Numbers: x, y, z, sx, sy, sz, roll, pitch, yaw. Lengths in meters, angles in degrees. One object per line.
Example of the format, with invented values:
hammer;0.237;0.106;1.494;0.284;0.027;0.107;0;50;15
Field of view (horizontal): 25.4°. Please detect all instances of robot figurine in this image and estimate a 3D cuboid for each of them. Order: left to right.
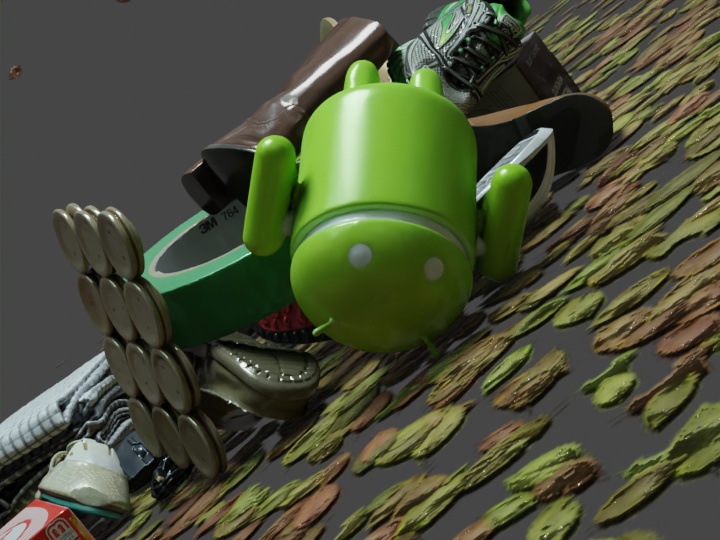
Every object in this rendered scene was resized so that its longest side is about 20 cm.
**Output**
robot figurine;0.016;-0.036;1.010;0.116;0.174;0.201;105;171;-55

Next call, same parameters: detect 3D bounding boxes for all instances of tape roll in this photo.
tape roll;-0.081;-0.016;1.180;0.199;0.048;0.201;-26;17;8

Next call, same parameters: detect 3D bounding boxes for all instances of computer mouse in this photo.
computer mouse;-0.164;0.148;1.244;0.059;0.034;0.200;-39;8;-15
computer mouse;0.073;-0.018;1.104;0.200;0.044;0.110;-45;4;-7

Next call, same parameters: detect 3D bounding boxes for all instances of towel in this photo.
towel;-0.291;0.164;1.557;0.165;0.086;0.200;-34;7;16

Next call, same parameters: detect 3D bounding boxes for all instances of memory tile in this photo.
memory tile;-0.156;0.047;1.126;0.017;0.201;0.153;-26;13;-25

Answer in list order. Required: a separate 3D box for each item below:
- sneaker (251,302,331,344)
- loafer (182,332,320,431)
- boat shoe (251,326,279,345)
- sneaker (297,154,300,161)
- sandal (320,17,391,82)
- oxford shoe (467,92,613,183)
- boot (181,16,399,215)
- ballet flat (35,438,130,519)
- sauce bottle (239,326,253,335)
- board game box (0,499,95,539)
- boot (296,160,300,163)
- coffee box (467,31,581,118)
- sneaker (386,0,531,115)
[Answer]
sneaker;0.000;0.000;1.273;0.199;0.080;0.096;-33;-6;-11
loafer;-0.085;0.083;1.140;0.076;0.068;0.200;6;4;-22
boat shoe;-0.057;0.004;1.436;0.072;0.072;0.200;-37;8;18
sneaker;-0.066;-0.077;1.457;0.200;0.074;0.084;-41;-2;38
sandal;0.029;-0.147;1.359;0.069;0.078;0.212;-12;42;-14
oxford shoe;0.097;-0.086;1.213;0.199;0.072;0.071;-13;10;15
boot;-0.032;-0.126;1.186;0.200;0.064;0.186;-43;18;-18
ballet flat;-0.221;0.161;1.258;0.200;0.067;0.063;160;125;-67
sauce bottle;-0.136;0.044;1.593;0.200;0.066;0.066;-34;8;39
board game box;-0.287;0.250;1.157;0.200;0.046;0.151;-41;8;-19
boot;-0.061;-0.070;1.313;0.201;0.130;0.068;108;163;-46
coffee box;0.089;-0.109;1.396;0.200;0.080;0.114;-34;11;25
sneaker;0.082;-0.177;1.285;0.085;0.078;0.200;-29;21;34
